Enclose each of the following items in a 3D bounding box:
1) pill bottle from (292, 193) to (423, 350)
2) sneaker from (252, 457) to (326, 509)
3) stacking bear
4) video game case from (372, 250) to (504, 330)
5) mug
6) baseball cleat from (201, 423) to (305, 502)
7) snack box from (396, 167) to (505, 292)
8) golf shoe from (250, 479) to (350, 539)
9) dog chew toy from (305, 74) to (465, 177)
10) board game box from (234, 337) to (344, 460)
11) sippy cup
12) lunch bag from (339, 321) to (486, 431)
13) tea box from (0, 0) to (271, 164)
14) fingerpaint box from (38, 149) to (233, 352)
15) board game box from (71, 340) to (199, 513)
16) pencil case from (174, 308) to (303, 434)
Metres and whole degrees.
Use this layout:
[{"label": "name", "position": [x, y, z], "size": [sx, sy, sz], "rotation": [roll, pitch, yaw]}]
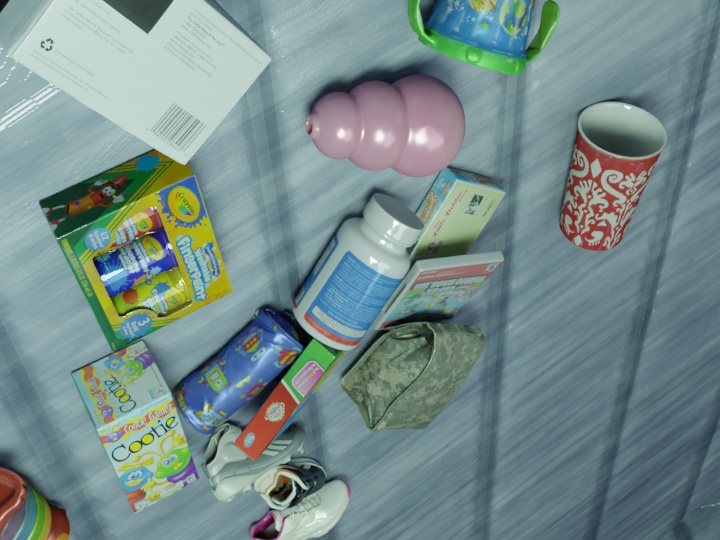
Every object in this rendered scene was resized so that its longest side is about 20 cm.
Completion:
[{"label": "pill bottle", "position": [0.000, 0.000, 1.309], "size": [0.111, 0.113, 0.201], "rotation": [13, 119, -45]}, {"label": "sneaker", "position": [-0.115, 0.357, 1.585], "size": [0.079, 0.080, 0.199], "rotation": [-49, 142, 11]}, {"label": "stacking bear", "position": [-0.456, 0.336, 1.268], "size": [0.123, 0.112, 0.200], "rotation": [-64, 156, -17]}, {"label": "video game case", "position": [0.113, 0.032, 1.432], "size": [0.141, 0.018, 0.200], "rotation": [-7, 155, -24]}, {"label": "mug", "position": [0.398, -0.144, 1.483], "size": [0.175, 0.134, 0.202], "rotation": [-18, 140, -22]}, {"label": "baseball cleat", "position": [-0.162, 0.268, 1.469], "size": [0.069, 0.108, 0.199], "rotation": [-22, -173, 38]}, {"label": "snack box", "position": [0.120, -0.053, 1.415], "size": [0.115, 0.037, 0.201], "rotation": [7, 122, -44]}, {"label": "golf shoe", "position": [-0.106, 0.431, 1.668], "size": [0.199, 0.075, 0.092], "rotation": [-38, 138, -4]}, {"label": "dog chew toy", "position": [0.028, -0.177, 1.165], "size": [0.197, 0.125, 0.126], "rotation": [-3, 130, -26]}, {"label": "board game box", "position": [-0.090, 0.169, 1.394], "size": [0.201, 0.040, 0.153], "rotation": [-53, 175, 16]}, {"label": "sippy cup", "position": [0.149, -0.316, 1.126], "size": [0.177, 0.138, 0.132], "rotation": [-22, 134, -58]}, {"label": "lunch bag", "position": [0.092, 0.151, 1.514], "size": [0.200, 0.118, 0.163], "rotation": [-49, 149, 21]}, {"label": "tea box", "position": [-0.220, -0.232, 0.844], "size": [0.134, 0.197, 0.199], "rotation": [-47, 140, 9]}, {"label": "fingerpaint box", "position": [-0.254, -0.023, 1.114], "size": [0.165, 0.074, 0.202], "rotation": [-27, 140, -16]}, {"label": "board game box", "position": [-0.297, 0.211, 1.278], "size": [0.102, 0.105, 0.202], "rotation": [-25, 140, -18]}, {"label": "pencil case", "position": [-0.169, 0.136, 1.330], "size": [0.200, 0.087, 0.078], "rotation": [-42, 165, 5]}]
